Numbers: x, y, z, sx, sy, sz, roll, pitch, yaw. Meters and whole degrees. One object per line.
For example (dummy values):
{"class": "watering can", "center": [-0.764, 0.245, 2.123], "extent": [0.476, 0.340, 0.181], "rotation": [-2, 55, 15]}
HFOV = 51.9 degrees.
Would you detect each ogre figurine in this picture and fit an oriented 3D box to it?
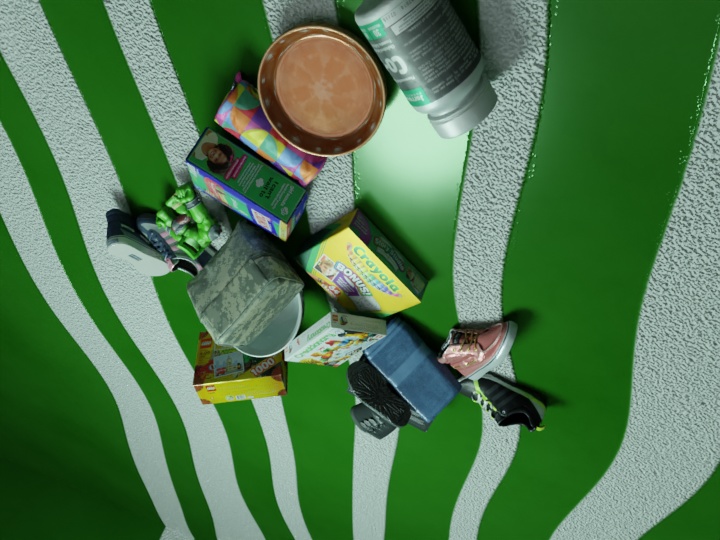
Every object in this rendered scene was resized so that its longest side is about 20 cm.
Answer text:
{"class": "ogre figurine", "center": [-0.341, -0.091, 1.465], "extent": [0.199, 0.098, 0.120], "rotation": [-35, 100, 38]}

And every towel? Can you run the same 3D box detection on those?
{"class": "towel", "center": [0.103, 0.196, 1.482], "extent": [0.112, 0.049, 0.200], "rotation": [-43, 86, 9]}

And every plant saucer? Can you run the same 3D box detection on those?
{"class": "plant saucer", "center": [-0.056, -0.267, 1.100], "extent": [0.196, 0.033, 0.203], "rotation": [8, 126, 11]}

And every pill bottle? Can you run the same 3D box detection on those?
{"class": "pill bottle", "center": [0.090, -0.279, 0.957], "extent": [0.112, 0.114, 0.201], "rotation": [-14, 125, 42]}

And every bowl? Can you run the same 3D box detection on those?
{"class": "bowl", "center": [-0.190, 0.072, 1.523], "extent": [0.197, 0.090, 0.206], "rotation": [1, 91, 23]}

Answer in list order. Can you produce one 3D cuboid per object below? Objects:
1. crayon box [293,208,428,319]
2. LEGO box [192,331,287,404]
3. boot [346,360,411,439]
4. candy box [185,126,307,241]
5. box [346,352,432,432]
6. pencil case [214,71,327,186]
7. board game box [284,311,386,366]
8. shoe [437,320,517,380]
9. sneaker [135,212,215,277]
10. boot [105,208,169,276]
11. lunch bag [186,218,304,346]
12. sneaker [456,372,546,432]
{"class": "crayon box", "center": [0.000, 0.000, 1.377], "extent": [0.200, 0.059, 0.171], "rotation": [44, 140, -19]}
{"class": "LEGO box", "center": [-0.261, 0.206, 1.649], "extent": [0.196, 0.151, 0.078], "rotation": [-7, 136, 3]}
{"class": "boot", "center": [0.016, 0.276, 1.549], "extent": [0.165, 0.065, 0.200], "rotation": [48, 160, 5]}
{"class": "candy box", "center": [-0.193, -0.142, 1.276], "extent": [0.198, 0.078, 0.169], "rotation": [30, 170, -2]}
{"class": "box", "center": [0.083, 0.244, 1.586], "extent": [0.197, 0.080, 0.142], "rotation": [26, 145, 5]}
{"class": "pencil case", "center": [-0.141, -0.225, 1.194], "extent": [0.199, 0.089, 0.088], "rotation": [38, 142, -13]}
{"class": "board game box", "center": [-0.052, 0.138, 1.454], "extent": [0.124, 0.035, 0.200], "rotation": [10, 151, -29]}
{"class": "shoe", "center": [0.214, 0.140, 1.387], "extent": [0.090, 0.072, 0.201], "rotation": [24, 147, -4]}
{"class": "sneaker", "center": [-0.400, -0.047, 1.562], "extent": [0.198, 0.083, 0.070], "rotation": [29, 144, 1]}
{"class": "boot", "center": [-0.484, -0.061, 1.622], "extent": [0.071, 0.092, 0.200], "rotation": [-17, 156, 10]}
{"class": "lunch bag", "center": [-0.229, 0.021, 1.416], "extent": [0.200, 0.139, 0.168], "rotation": [-46, 70, 13]}
{"class": "sneaker", "center": [0.277, 0.265, 1.481], "extent": [0.196, 0.083, 0.072], "rotation": [15, 141, 18]}
